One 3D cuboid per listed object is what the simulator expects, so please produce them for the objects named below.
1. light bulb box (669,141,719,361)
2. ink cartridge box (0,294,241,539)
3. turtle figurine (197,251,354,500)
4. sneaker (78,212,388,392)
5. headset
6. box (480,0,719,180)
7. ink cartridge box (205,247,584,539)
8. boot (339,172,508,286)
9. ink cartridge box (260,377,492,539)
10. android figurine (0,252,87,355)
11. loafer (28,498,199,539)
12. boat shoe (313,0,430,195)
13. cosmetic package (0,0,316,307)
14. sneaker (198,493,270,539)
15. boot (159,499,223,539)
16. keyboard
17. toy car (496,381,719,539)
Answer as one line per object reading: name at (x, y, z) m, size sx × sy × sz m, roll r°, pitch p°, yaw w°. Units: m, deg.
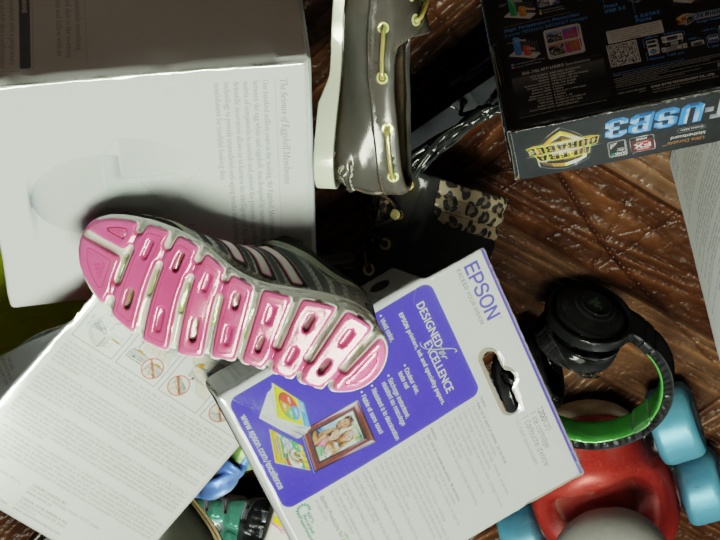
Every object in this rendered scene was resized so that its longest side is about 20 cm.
light bulb box at (0.320, -0.044, 1.564) m, size 0.197 × 0.201 × 0.125 m, roll -4°, pitch 140°, yaw -5°
ink cartridge box at (-0.157, 0.085, 1.559) m, size 0.162 × 0.050 × 0.200 m, roll 35°, pitch 98°, yaw -32°
turtle figurine at (-0.135, 0.051, 1.701) m, size 0.193 × 0.201 × 0.144 m, roll 27°, pitch 162°, yaw -5°
sneaker at (-0.076, 0.012, 1.482) m, size 0.199 × 0.088 × 0.074 m, roll 19°, pitch 109°, yaw -2°
headset at (0.139, 0.067, 1.745) m, size 0.200 × 0.094 × 0.123 m, roll 36°, pitch 125°, yaw -19°
box at (0.171, -0.156, 1.414) m, size 0.199 × 0.199 × 0.050 m, roll -12°, pitch 138°, yaw 4°
ink cartridge box at (0.025, 0.103, 1.584) m, size 0.199 × 0.043 × 0.199 m, roll -29°, pitch 119°, yaw -6°
boot at (0.000, 0.000, 1.614) m, size 0.199 × 0.073 × 0.151 m, roll 15°, pitch 94°, yaw -14°
ink cartridge box at (0.008, 0.143, 1.739) m, size 0.128 × 0.126 × 0.200 m, roll 16°, pitch 150°, yaw -1°
android figurine at (-0.233, 0.035, 1.609) m, size 0.199 × 0.183 × 0.041 m, roll -12°, pitch 178°, yaw 1°
loafer at (-0.185, 0.182, 1.793) m, size 0.200 × 0.073 × 0.071 m, roll -49°, pitch 167°, yaw 6°
boat shoe at (0.013, -0.145, 1.450) m, size 0.060 × 0.072 × 0.202 m, roll 9°, pitch 108°, yaw 7°
cosmetic package at (-0.131, -0.093, 1.497) m, size 0.199 × 0.123 × 0.200 m, roll -4°, pitch 139°, yaw -4°
sneaker at (-0.135, 0.200, 1.880) m, size 0.199 × 0.075 × 0.088 m, roll 14°, pitch 171°, yaw -2°
boot at (-0.184, 0.155, 1.695) m, size 0.200 × 0.078 × 0.138 m, roll 35°, pitch 173°, yaw 0°
keyboard at (0.070, -0.108, 1.513) m, size 0.200 × 0.127 × 0.021 m, roll -35°, pitch 108°, yaw 29°
toy car at (0.193, 0.219, 1.847) m, size 0.183 × 0.201 × 0.177 m, roll -17°, pitch 139°, yaw 11°
